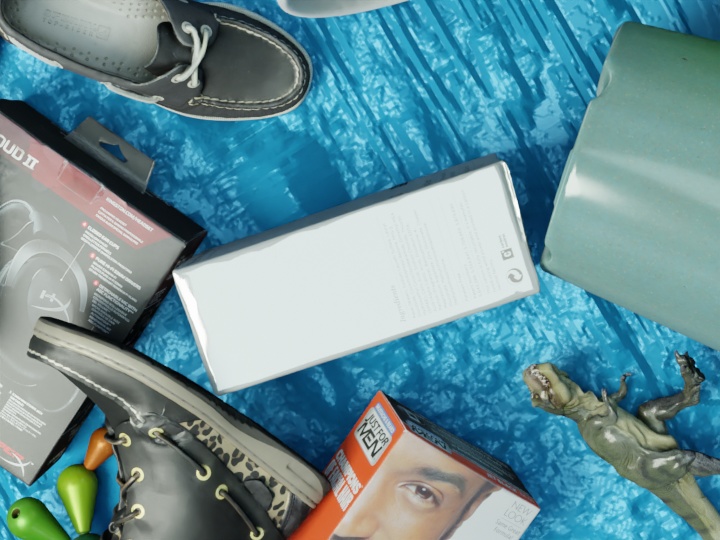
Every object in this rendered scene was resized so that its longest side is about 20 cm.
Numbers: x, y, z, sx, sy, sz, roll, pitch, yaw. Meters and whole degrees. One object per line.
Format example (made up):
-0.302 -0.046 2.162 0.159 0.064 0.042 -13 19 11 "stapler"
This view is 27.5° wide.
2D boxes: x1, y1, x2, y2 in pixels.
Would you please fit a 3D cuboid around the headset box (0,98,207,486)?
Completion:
-0.200 0.003 0.902 0.148 0.077 0.201 34 97 -1 "headset box"

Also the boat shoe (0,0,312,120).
-0.122 -0.136 0.874 0.198 0.060 0.075 19 97 -11 "boat shoe"

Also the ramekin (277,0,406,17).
0.031 -0.225 0.801 0.198 0.200 0.106 -21 86 6 "ramekin"

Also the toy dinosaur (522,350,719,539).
0.191 0.109 0.906 0.200 0.047 0.088 45 112 -3 "toy dinosaur"

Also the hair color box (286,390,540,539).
0.005 0.189 0.903 0.110 0.064 0.201 31 98 -22 "hair color box"

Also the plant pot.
0.213 -0.039 0.819 0.194 0.200 0.202 20 98 9 "plant pot"

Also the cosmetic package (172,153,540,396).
0.000 0.000 0.872 0.198 0.113 0.082 -17 95 4 "cosmetic package"

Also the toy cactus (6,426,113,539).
-0.150 0.195 0.924 0.165 0.102 0.201 39 88 -12 "toy cactus"

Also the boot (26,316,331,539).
-0.131 0.132 0.843 0.199 0.073 0.151 35 83 -23 "boot"
